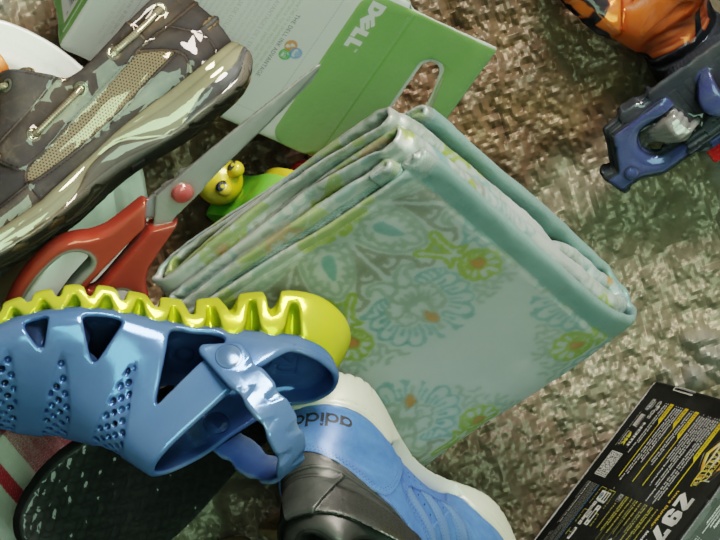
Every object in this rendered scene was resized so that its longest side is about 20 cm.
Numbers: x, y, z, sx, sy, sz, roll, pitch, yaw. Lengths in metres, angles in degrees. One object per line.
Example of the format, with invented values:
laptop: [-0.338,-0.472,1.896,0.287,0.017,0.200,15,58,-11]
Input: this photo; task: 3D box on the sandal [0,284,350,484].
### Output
sandal: [-0.101,0.058,1.192,0.199,0.080,0.087,-3,55,-4]

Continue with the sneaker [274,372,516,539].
sneaker: [0.018,0.149,1.281,0.076,0.112,0.200,-16,137,23]

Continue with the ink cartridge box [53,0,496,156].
ink cartridge box: [-0.043,-0.128,1.267,0.199,0.059,0.104,23,120,-25]

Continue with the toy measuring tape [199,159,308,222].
toy measuring tape: [0.000,0.000,1.311,0.200,0.074,0.074,34,85,-15]

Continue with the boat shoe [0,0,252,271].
boat shoe: [-0.146,-0.062,1.200,0.200,0.074,0.073,-36,88,-12]

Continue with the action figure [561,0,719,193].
action figure: [0.195,-0.144,1.344,0.199,0.105,0.194,-28,108,13]

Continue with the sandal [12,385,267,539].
sandal: [-0.102,0.090,1.291,0.200,0.048,0.076,-36,117,-34]

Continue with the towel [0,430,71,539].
towel: [-0.174,0.176,1.251,0.144,0.023,0.200,51,48,-13]

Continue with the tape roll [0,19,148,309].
tape roll: [-0.209,-0.027,1.251,0.201,0.071,0.204,-2,96,-16]

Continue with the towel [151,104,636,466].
towel: [0.019,0.014,1.266,0.171,0.048,0.200,-33,130,22]

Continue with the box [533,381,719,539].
box: [0.141,0.156,1.320,0.049,0.160,0.200,40,83,-16]

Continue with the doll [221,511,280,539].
doll: [-0.014,0.227,1.338,0.136,0.048,0.201,-25,102,-25]

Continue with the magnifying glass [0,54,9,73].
magnifying glass: [-0.250,-0.046,1.175,0.200,0.022,0.080,-37,63,-17]

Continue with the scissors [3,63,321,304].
scissors: [-0.098,-0.032,1.188,0.073,0.014,0.200,22,121,-28]
